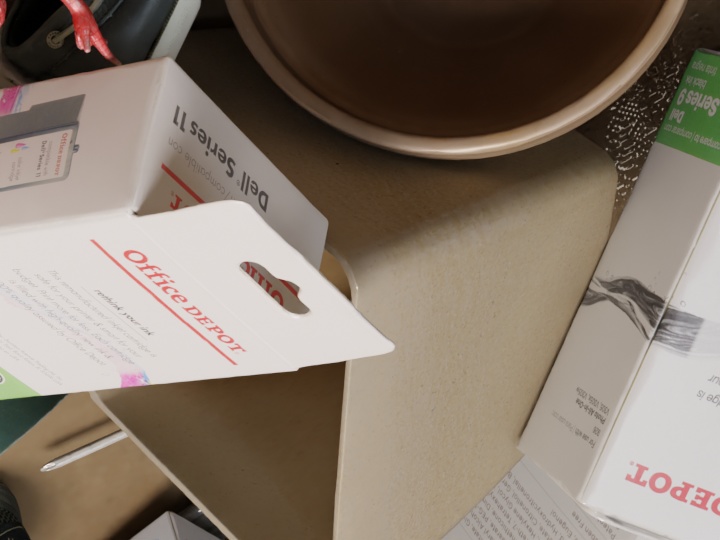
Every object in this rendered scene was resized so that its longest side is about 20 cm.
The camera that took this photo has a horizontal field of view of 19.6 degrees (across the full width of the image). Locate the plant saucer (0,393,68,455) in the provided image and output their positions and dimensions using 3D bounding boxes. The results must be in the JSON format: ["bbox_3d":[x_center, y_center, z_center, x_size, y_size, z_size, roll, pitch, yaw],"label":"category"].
[{"bbox_3d":[-0.215,0.098,0.911,0.200,0.200,0.036,-37,96,1],"label":"plant saucer"}]

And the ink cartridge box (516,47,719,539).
[{"bbox_3d":[0.178,0.024,0.908,0.146,0.084,0.200,23,95,-21],"label":"ink cartridge box"}]

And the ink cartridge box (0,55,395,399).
[{"bbox_3d":[-0.093,-0.012,0.756,0.200,0.067,0.117,-7,148,29],"label":"ink cartridge box"}]

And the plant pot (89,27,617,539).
[{"bbox_3d":[0.000,0.000,0.935,0.177,0.200,0.200,-23,135,-32],"label":"plant pot"}]

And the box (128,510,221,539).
[{"bbox_3d":[-0.093,0.223,1.134,0.156,0.041,0.200,-38,133,15],"label":"box"}]

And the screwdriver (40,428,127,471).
[{"bbox_3d":[-0.066,0.061,1.041,0.200,0.029,0.028,-27,134,-16],"label":"screwdriver"}]

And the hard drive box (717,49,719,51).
[{"bbox_3d":[0.255,-0.011,1.085,0.077,0.156,0.200,-28,133,-8],"label":"hard drive box"}]

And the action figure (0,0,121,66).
[{"bbox_3d":[-0.151,-0.123,0.728,0.065,0.200,0.099,-30,134,-4],"label":"action figure"}]

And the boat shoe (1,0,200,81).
[{"bbox_3d":[-0.081,-0.159,0.814,0.062,0.073,0.200,18,100,-34],"label":"boat shoe"}]

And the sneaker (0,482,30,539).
[{"bbox_3d":[-0.237,0.194,0.996,0.199,0.114,0.076,-34,133,0],"label":"sneaker"}]

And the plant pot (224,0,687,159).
[{"bbox_3d":[0.044,-0.142,0.870,0.201,0.201,0.093,-40,171,4],"label":"plant pot"}]

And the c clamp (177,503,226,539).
[{"bbox_3d":[-0.040,0.157,1.138,0.171,0.027,0.200,-35,135,0],"label":"c clamp"}]

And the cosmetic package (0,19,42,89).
[{"bbox_3d":[-0.210,-0.023,0.860,0.200,0.081,0.113,-46,134,8],"label":"cosmetic package"}]

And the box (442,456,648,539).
[{"bbox_3d":[0.149,0.122,1.100,0.199,0.200,0.131,5,120,-33],"label":"box"}]
